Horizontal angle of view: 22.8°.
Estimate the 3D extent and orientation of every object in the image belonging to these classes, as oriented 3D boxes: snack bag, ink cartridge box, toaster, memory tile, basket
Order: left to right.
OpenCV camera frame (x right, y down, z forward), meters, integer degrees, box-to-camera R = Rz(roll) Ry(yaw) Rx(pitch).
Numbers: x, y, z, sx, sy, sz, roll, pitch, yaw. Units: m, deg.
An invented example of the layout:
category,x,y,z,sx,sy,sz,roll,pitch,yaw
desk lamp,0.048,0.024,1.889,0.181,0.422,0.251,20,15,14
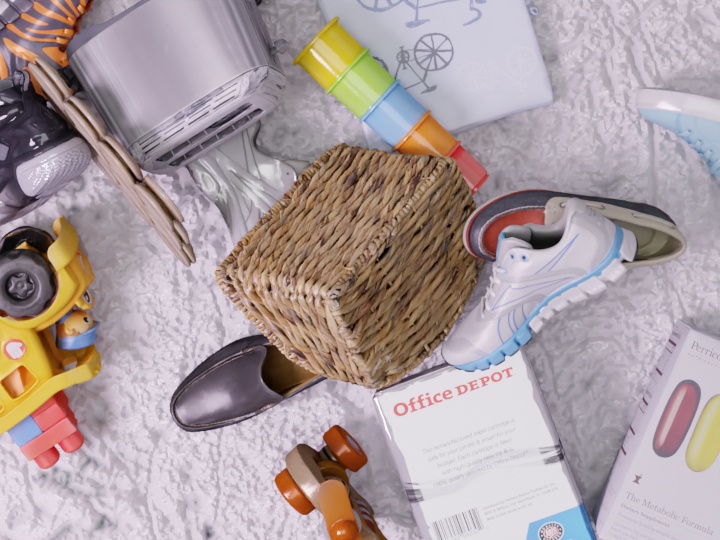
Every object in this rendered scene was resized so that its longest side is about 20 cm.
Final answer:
category,x,y,z,sx,sy,sz,roll,pitch,yaw
memory tile,-0.212,-0.094,1.551,0.017,0.153,0.200,-39,73,-9
toaster,-0.162,-0.171,1.561,0.200,0.114,0.129,-30,80,8
basket,0.000,0.000,1.580,0.200,0.149,0.143,-50,131,-30
snack bag,0.069,-0.217,1.634,0.188,0.021,0.200,-18,94,5
ink cartridge box,0.112,0.178,1.618,0.146,0.086,0.200,-20,90,5

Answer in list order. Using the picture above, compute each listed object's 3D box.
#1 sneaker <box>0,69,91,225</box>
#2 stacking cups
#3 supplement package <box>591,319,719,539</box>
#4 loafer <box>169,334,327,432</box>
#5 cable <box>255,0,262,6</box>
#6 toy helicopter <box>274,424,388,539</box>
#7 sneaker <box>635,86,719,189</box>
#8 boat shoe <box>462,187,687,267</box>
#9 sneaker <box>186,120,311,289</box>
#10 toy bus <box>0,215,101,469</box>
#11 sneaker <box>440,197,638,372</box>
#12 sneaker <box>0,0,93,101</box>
category,x,y,z,sx,sy,sz,roll,pitch,yaw
sneaker,-0.322,-0.108,1.605,0.200,0.075,0.114,-29,90,47
stacking cups,0.028,-0.137,1.610,0.061,0.061,0.200,-44,95,5
supplement package,0.297,0.158,1.592,0.114,0.110,0.200,22,94,2
loafer,-0.088,0.092,1.634,0.200,0.072,0.073,-29,92,6
cable,-0.144,-0.221,1.650,0.097,0.050,0.200,11,106,-10
toy helicopter,0.004,0.236,1.605,0.079,0.132,0.200,-41,90,5
sneaker,0.332,-0.101,1.595,0.200,0.074,0.082,21,91,4
boat shoe,0.190,-0.030,1.577,0.200,0.063,0.071,0,113,-20
sneaker,-0.079,-0.055,1.627,0.099,0.078,0.200,-30,91,2
toy bus,-0.302,0.075,1.629,0.200,0.136,0.192,-37,103,2
sneaker,0.134,0.006,1.527,0.200,0.075,0.087,-40,113,22
sneaker,-0.263,-0.226,1.637,0.200,0.078,0.112,-38,94,16
